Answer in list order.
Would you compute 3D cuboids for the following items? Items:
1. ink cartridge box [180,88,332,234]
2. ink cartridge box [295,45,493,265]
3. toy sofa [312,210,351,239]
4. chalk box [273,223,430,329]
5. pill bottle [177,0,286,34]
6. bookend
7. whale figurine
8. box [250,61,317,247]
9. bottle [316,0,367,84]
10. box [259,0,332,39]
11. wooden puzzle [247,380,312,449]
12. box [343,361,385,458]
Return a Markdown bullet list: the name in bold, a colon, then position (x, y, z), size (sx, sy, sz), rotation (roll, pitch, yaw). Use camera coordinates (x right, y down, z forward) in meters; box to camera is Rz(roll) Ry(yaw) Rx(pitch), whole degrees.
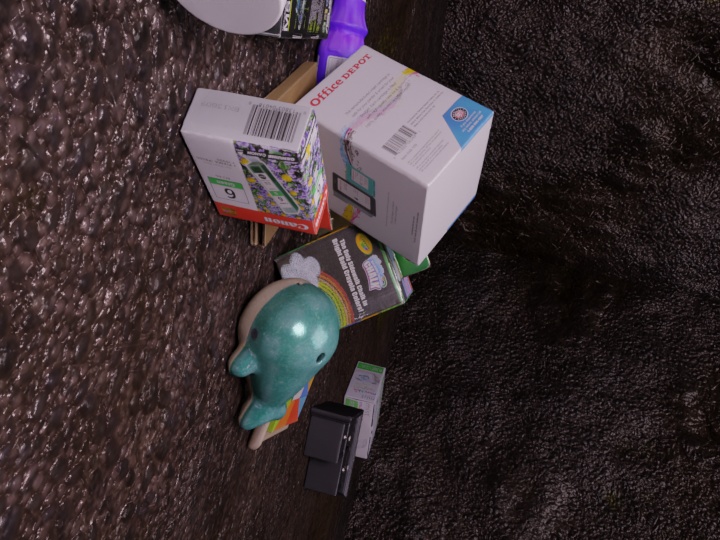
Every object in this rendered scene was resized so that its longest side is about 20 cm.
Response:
- **ink cartridge box**: position (-0.089, -0.081, 0.629), size (0.201, 0.105, 0.052), rotation (84, 20, -63)
- **ink cartridge box**: position (0.037, -0.145, 0.816), size (0.147, 0.197, 0.148), rotation (-46, 157, -27)
- **toy sofa**: position (0.018, -0.103, 1.015), size (0.099, 0.193, 0.085), rotation (-92, -175, -58)
- **chalk box**: position (0.000, 0.000, 0.926), size (0.124, 0.195, 0.128), rotation (-28, 97, -79)
- **pill bottle**: position (-0.070, -0.281, 0.471), size (0.120, 0.116, 0.206), rotation (79, 24, -68)
- **bookend**: position (-0.066, 0.403, 1.442), size (0.200, 0.089, 0.206), rotation (45, 57, -79)
- **whale figurine**: position (-0.091, 0.115, 0.814), size (0.157, 0.103, 0.206), rotation (-5, 118, -50)
- **box**: position (-0.092, -0.150, 0.811), size (0.202, 0.021, 0.168), rotation (-66, 164, -56)
- **bottle**: position (-0.029, -0.285, 0.917), size (0.083, 0.063, 0.207), rotation (-33, 134, -77)
- **box**: position (-0.062, -0.350, 0.686), size (0.193, 0.046, 0.206), rotation (-53, 153, -67)
- **wooden puzzle**: position (-0.100, 0.169, 1.004), size (0.200, 0.036, 0.190), rotation (16, 95, -83)
- **box**: position (0.007, 0.408, 1.930), size (0.177, 0.094, 0.206), rotation (-63, 162, -60)
